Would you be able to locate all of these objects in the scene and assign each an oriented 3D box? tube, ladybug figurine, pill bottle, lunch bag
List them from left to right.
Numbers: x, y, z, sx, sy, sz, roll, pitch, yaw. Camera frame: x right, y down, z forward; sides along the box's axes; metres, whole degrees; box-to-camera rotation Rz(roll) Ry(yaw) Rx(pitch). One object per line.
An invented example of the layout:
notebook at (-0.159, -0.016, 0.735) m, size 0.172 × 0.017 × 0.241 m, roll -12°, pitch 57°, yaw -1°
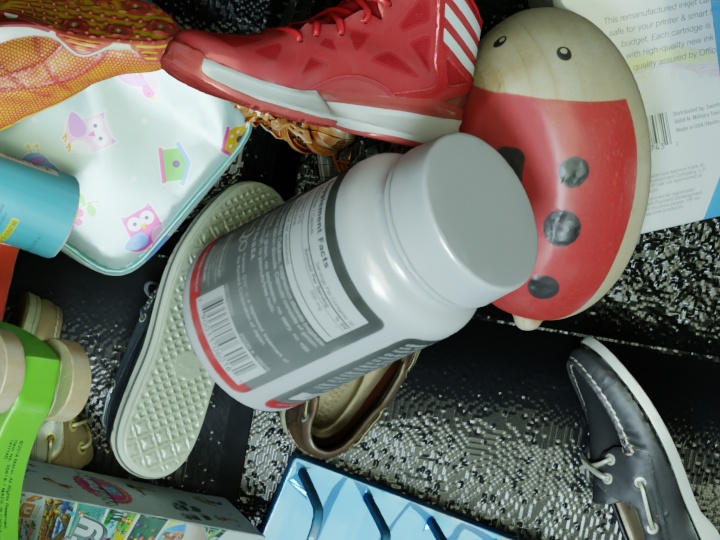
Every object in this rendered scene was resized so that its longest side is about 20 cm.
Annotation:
tube at (-0.261, -0.061, 1.331) m, size 0.200 × 0.077 × 0.051 m, roll 19°, pitch 55°, yaw -24°
lunch bag at (-0.179, -0.102, 1.419) m, size 0.200 × 0.077 × 0.160 m, roll 38°, pitch 99°, yaw -10°
pill bottle at (0.000, 0.000, 1.357) m, size 0.200 × 0.114 × 0.114 m, roll -26°, pitch 106°, yaw 39°
ladybug figurine at (0.104, -0.056, 1.402) m, size 0.135 × 0.072 × 0.201 m, roll 8°, pitch 109°, yaw 27°

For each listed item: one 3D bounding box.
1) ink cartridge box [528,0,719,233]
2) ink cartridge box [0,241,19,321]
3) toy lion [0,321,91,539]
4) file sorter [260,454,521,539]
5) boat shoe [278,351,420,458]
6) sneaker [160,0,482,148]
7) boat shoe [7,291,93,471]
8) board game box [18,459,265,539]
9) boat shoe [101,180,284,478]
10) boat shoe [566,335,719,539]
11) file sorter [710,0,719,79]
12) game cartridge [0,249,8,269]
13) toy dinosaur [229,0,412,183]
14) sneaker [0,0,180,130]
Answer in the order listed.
ink cartridge box at (0.190, -0.135, 1.458) m, size 0.144 × 0.085 × 0.201 m, roll -12°, pitch 102°, yaw -6°
ink cartridge box at (-0.276, 0.065, 1.408) m, size 0.109 × 0.050 × 0.200 m, roll 12°, pitch 125°, yaw -9°
toy lion at (-0.250, 0.121, 1.334) m, size 0.069 × 0.191 × 0.201 m, roll 11°, pitch 91°, yaw -45°
file sorter at (0.028, 0.227, 1.474) m, size 0.200 × 0.123 × 0.139 m, roll 22°, pitch 96°, yaw -10°
boat shoe at (0.018, 0.031, 1.469) m, size 0.075 × 0.075 × 0.203 m, roll 24°, pitch 96°, yaw -11°
sneaker at (-0.016, -0.141, 1.326) m, size 0.200 × 0.078 × 0.116 m, roll 11°, pitch 97°, yaw -38°
boat shoe at (-0.201, 0.111, 1.460) m, size 0.066 × 0.074 × 0.201 m, roll 6°, pitch 109°, yaw -12°
board game box at (-0.177, 0.200, 1.430) m, size 0.200 × 0.064 × 0.148 m, roll 16°, pitch 103°, yaw -38°
boat shoe at (-0.107, 0.034, 1.460) m, size 0.074 × 0.062 × 0.200 m, roll 28°, pitch 80°, yaw -25°
boat shoe at (0.177, 0.137, 1.512) m, size 0.060 × 0.074 × 0.200 m, roll -31°, pitch 110°, yaw -6°
file sorter at (0.310, -0.198, 1.390) m, size 0.200 × 0.122 × 0.139 m, roll -16°, pitch 100°, yaw -46°
game cartridge at (-0.317, -0.030, 1.407) m, size 0.200 × 0.042 × 0.133 m, roll 30°, pitch 119°, yaw -11°
toy dinosaur at (-0.013, -0.114, 1.407) m, size 0.102 × 0.200 × 0.136 m, roll 10°, pitch 92°, yaw 26°
sneaker at (-0.200, -0.119, 1.350) m, size 0.199 × 0.073 × 0.077 m, roll -5°, pitch 123°, yaw 4°
